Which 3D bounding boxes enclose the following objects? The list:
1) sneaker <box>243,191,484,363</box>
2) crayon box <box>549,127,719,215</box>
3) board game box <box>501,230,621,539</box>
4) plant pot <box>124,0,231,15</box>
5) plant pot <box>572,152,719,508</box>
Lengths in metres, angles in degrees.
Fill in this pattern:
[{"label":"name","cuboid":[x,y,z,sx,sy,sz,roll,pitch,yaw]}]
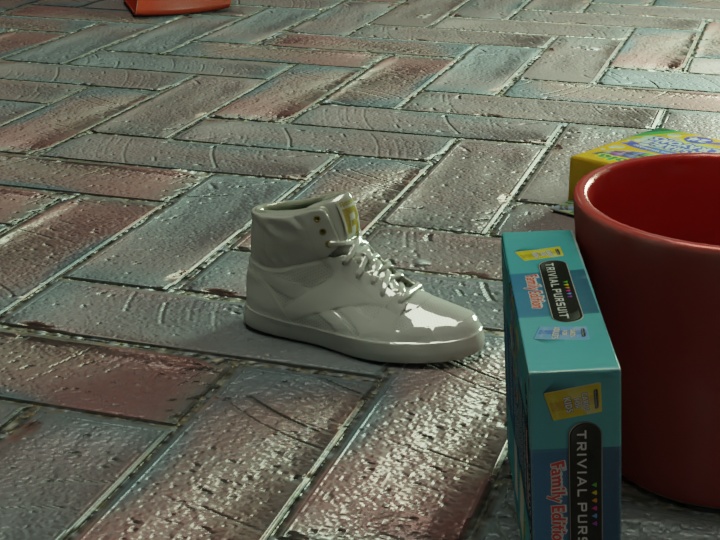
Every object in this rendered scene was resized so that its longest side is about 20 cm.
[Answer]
[{"label":"sneaker","cuboid":[0.000,0.000,1.019,0.199,0.116,0.074,10,21,20]},{"label":"crayon box","cuboid":[0.301,-0.094,1.352,0.126,0.052,0.200,19,28,41]},{"label":"board game box","cuboid":[0.110,0.082,0.750,0.047,0.151,0.200,-3,21,3]},{"label":"plant pot","cuboid":[-0.321,-0.564,2.408,0.176,0.201,0.200,4,19,-19]},{"label":"plant pot","cuboid":[0.228,0.038,0.830,0.200,0.178,0.200,0,20,0]}]
